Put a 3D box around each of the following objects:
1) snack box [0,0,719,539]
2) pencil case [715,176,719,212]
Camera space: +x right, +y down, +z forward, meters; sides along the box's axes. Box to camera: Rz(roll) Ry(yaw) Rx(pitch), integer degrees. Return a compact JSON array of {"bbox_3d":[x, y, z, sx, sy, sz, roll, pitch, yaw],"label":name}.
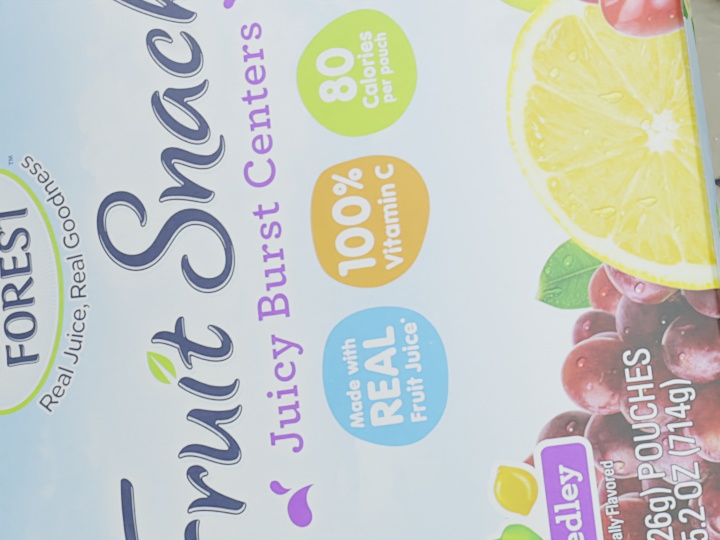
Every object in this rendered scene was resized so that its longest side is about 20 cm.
[{"bbox_3d":[-0.010,0.005,0.585,0.169,0.068,0.200,-7,75,8],"label":"snack box"},{"bbox_3d":[0.159,-0.013,0.827,0.200,0.089,0.078,-24,80,-11],"label":"pencil case"}]
